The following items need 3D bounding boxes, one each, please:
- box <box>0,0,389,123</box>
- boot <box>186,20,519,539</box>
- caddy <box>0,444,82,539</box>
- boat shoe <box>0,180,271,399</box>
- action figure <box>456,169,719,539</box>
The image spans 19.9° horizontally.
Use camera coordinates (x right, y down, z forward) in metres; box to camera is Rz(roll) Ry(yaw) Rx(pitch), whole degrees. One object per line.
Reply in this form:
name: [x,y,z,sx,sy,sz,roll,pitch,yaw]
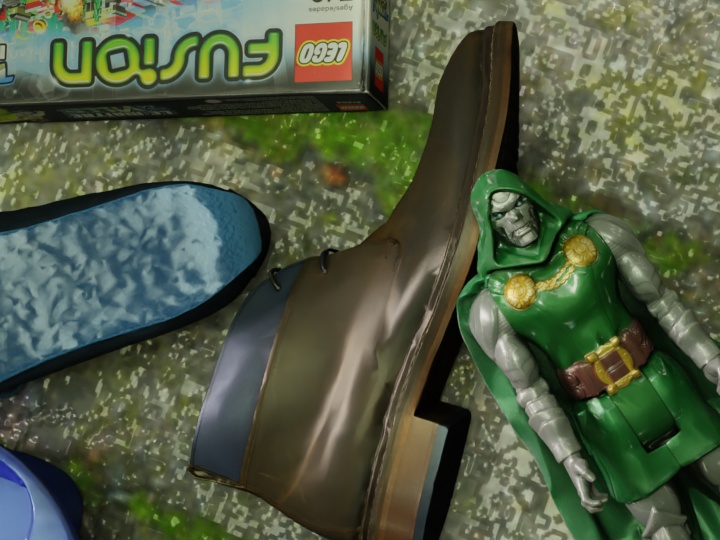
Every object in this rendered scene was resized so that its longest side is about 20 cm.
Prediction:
box: [-0.088,-0.116,0.807,0.199,0.035,0.111,-2,82,13]
boot: [0.000,0.000,0.751,0.096,0.075,0.201,12,87,12]
caddy: [-0.186,0.135,0.759,0.199,0.105,0.142,-18,80,10]
boat shoe: [-0.127,0.015,0.785,0.199,0.069,0.085,-6,90,13]
action figure: [0.096,0.050,0.703,0.118,0.055,0.200,-36,96,-5]
